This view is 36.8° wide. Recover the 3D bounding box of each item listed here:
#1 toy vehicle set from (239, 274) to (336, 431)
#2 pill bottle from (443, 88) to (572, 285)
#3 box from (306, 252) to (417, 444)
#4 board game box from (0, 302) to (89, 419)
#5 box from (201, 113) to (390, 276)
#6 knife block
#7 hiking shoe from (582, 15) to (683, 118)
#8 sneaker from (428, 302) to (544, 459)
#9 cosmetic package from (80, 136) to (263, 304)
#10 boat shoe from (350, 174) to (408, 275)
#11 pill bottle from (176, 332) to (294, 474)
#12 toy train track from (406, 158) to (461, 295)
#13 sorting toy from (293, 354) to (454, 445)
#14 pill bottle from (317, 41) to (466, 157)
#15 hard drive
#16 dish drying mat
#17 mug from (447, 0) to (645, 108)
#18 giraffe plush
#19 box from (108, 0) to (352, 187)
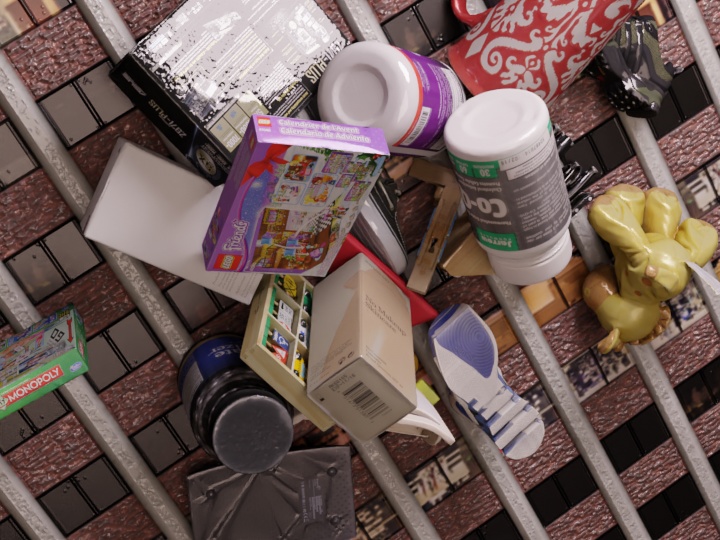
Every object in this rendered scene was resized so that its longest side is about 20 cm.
[{"bbox_3d":[-0.068,0.073,1.191,0.026,0.200,0.124,-39,111,20],"label":"toy vehicle set"},{"bbox_3d":[0.167,-0.087,1.178,0.113,0.113,0.200,-30,130,-8],"label":"pill bottle"},{"bbox_3d":[0.001,0.079,1.171,0.078,0.200,0.095,-37,116,21],"label":"box"},{"bbox_3d":[-0.346,0.098,1.108,0.134,0.200,0.029,-29,107,-9],"label":"board game box"},{"bbox_3d":[-0.070,-0.070,1.095,0.136,0.039,0.200,3,142,-24],"label":"box"},{"bbox_3d":[0.183,-0.087,1.302,0.199,0.064,0.176,-3,102,-16],"label":"knife block"},{"bbox_3d":[0.304,-0.278,1.301,0.200,0.076,0.101,43,71,-22],"label":"hiking shoe"},{"bbox_3d":[0.133,0.135,1.311,0.080,0.115,0.200,-36,107,-13],"label":"sneaker"},{"bbox_3d":[-0.193,-0.054,1.186,0.199,0.081,0.113,26,93,-19],"label":"cosmetic package"},{"bbox_3d":[0.014,-0.085,1.245,0.071,0.072,0.200,-40,119,-21],"label":"boat shoe"},{"bbox_3d":[-0.135,0.145,1.183,0.111,0.200,0.112,-4,103,-16],"label":"pill bottle"},{"bbox_3d":[0.100,-0.063,1.276,0.114,0.033,0.201,19,74,10],"label":"toy train track"},{"bbox_3d":[0.025,0.158,1.246,0.199,0.180,0.107,11,99,-19],"label":"sorting toy"},{"bbox_3d":[0.044,-0.180,1.168,0.112,0.200,0.113,2,94,26],"label":"pill bottle"},{"bbox_3d":[-0.107,0.280,1.307,0.199,0.042,0.136,-8,104,-15],"label":"hard drive"},{"bbox_3d":[0.000,0.000,1.266,0.200,0.077,0.018,40,51,-21],"label":"dish drying mat"},{"bbox_3d":[0.195,-0.283,1.188,0.177,0.134,0.200,42,118,-6],"label":"mug"},{"bbox_3d":[0.344,0.013,1.339,0.172,0.200,0.163,0,135,-27],"label":"giraffe plush"},{"bbox_3d":[-0.131,-0.217,1.128,0.164,0.086,0.200,46,67,-16],"label":"box"}]
